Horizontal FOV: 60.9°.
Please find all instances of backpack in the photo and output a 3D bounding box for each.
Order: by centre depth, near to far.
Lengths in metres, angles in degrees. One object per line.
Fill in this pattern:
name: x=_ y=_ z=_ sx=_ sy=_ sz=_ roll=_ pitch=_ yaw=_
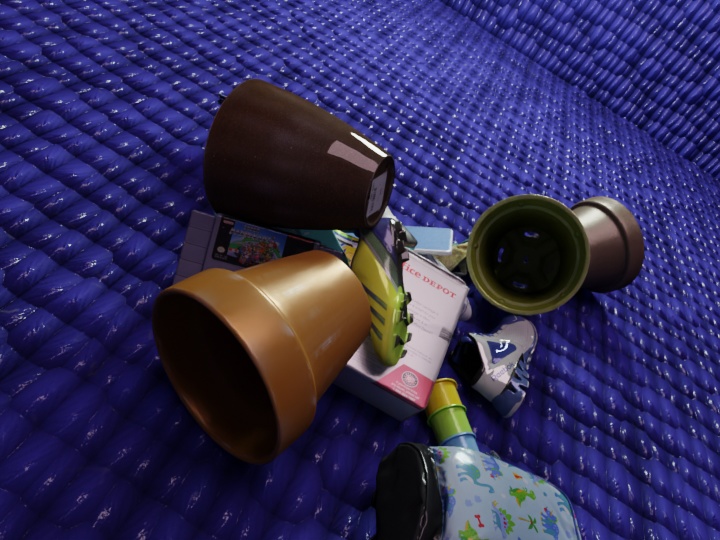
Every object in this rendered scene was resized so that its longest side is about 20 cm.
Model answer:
backpack: x=0.126 y=0.271 z=0.633 sx=0.199 sy=0.154 sz=0.164 roll=37 pitch=27 yaw=-16

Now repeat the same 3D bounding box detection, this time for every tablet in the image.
tablet: x=0.053 y=-0.053 z=1.012 sx=0.198 sy=0.014 sz=0.130 roll=5 pitch=21 yaw=8

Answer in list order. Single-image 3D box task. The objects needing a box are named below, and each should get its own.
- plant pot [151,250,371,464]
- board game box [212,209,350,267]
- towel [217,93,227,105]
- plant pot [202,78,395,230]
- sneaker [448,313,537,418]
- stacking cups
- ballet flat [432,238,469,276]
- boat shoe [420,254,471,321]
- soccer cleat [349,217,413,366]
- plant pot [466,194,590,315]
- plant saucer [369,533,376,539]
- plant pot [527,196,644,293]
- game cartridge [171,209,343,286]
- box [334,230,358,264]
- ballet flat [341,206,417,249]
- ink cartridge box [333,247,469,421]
plant pot: x=-0.091 y=0.071 z=0.667 sx=0.200 sy=0.201 sz=0.183 roll=44 pitch=48 yaw=15
board game box: x=-0.118 y=-0.049 z=0.875 sx=0.150 sy=0.047 sz=0.201 roll=-24 pitch=55 yaw=-3
towel: x=-0.125 y=-0.261 z=1.034 sx=0.199 sy=0.024 sz=0.144 roll=22 pitch=13 yaw=27
plant pot: x=-0.064 y=-0.126 z=0.782 sx=0.198 sy=0.188 sz=0.187 roll=20 pitch=32 yaw=18
sneaker: x=0.205 y=0.123 z=0.959 sx=0.115 sy=0.081 sz=0.200 roll=32 pitch=37 yaw=-4
stacking cups: x=0.127 y=0.239 z=0.787 sx=0.060 sy=0.061 sz=0.201 roll=10 pitch=44 yaw=-28
ballet flat: x=0.190 y=-0.024 z=1.142 sx=0.199 sy=0.071 sz=0.071 roll=-17 pitch=58 yaw=-48
boat shoe: x=0.114 y=0.015 z=1.039 sx=0.065 sy=0.073 sz=0.201 roll=38 pitch=14 yaw=-52
soccer cleat: x=0.021 y=0.026 z=0.779 sx=0.083 sy=0.065 sz=0.202 roll=-7 pitch=65 yaw=13
plant pot: x=0.298 y=-0.024 z=1.100 sx=0.200 sy=0.201 sz=0.184 roll=41 pitch=9 yaw=12
plant saucer: x=0.072 y=0.359 z=0.621 sx=0.199 sy=0.037 sz=0.201 roll=20 pitch=37 yaw=-16
plant pot: x=0.445 y=-0.039 z=1.258 sx=0.173 sy=0.201 sz=0.201 roll=-13 pitch=54 yaw=-25
game cartridge: x=-0.132 y=0.008 z=0.779 sx=0.198 sy=0.131 sz=0.038 roll=15 pitch=5 yaw=-5
box: x=0.000 y=0.000 z=0.948 sx=0.198 sy=0.070 sz=0.065 roll=22 pitch=52 yaw=-15
ballet flat: x=-0.001 y=-0.082 z=0.959 sx=0.198 sy=0.069 sz=0.068 roll=12 pitch=7 yaw=25
ink cartridge box: x=0.045 y=0.078 z=0.835 sx=0.145 sy=0.085 sz=0.201 roll=30 pitch=59 yaw=-4
